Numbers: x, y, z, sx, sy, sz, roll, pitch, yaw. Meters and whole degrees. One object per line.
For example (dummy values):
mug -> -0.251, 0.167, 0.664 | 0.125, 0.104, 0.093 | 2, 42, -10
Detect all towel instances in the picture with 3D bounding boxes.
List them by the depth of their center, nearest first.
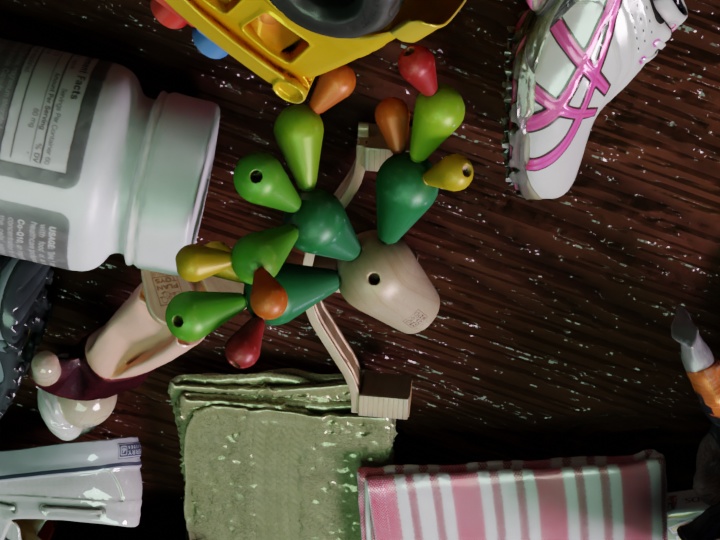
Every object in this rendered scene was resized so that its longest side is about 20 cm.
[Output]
towel -> 0.101, 0.174, 1.196 | 0.197, 0.030, 0.147 | -4, 129, 4
towel -> -0.048, 0.139, 1.213 | 0.146, 0.037, 0.201 | 3, 132, 5

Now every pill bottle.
pill bottle -> -0.181, -0.064, 0.992 | 0.198, 0.114, 0.114 | 13, 133, -3

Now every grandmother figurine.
grandmother figurine -> -0.144, 0.051, 1.107 | 0.120, 0.061, 0.200 | -3, 157, -32

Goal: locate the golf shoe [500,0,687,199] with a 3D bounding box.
golf shoe -> 0.117, -0.113, 0.930 | 0.091, 0.073, 0.201 | 6, 133, 1

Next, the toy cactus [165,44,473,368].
toy cactus -> -0.005, -0.014, 0.983 | 0.200, 0.102, 0.165 | -48, 135, 2

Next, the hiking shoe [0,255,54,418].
hiking shoe -> -0.232, 0.025, 1.094 | 0.086, 0.075, 0.200 | 24, 153, -2

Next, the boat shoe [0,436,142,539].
boat shoe -> -0.230, 0.161, 1.210 | 0.200, 0.087, 0.075 | -8, 175, 18

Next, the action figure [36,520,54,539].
action figure -> -0.210, 0.241, 1.323 | 0.065, 0.052, 0.201 | 0, 138, 16

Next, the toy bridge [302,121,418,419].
toy bridge -> 0.000, 0.000, 1.071 | 0.066, 0.027, 0.202 | 4, 126, 4

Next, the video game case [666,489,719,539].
video game case -> 0.194, 0.228, 1.267 | 0.180, 0.023, 0.201 | -9, 130, 16

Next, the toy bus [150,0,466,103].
toy bus -> -0.061, -0.179, 0.874 | 0.199, 0.137, 0.191 | 37, 143, -21

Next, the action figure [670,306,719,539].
action figure -> 0.262, 0.071, 1.088 | 0.198, 0.105, 0.194 | -19, 139, -8
